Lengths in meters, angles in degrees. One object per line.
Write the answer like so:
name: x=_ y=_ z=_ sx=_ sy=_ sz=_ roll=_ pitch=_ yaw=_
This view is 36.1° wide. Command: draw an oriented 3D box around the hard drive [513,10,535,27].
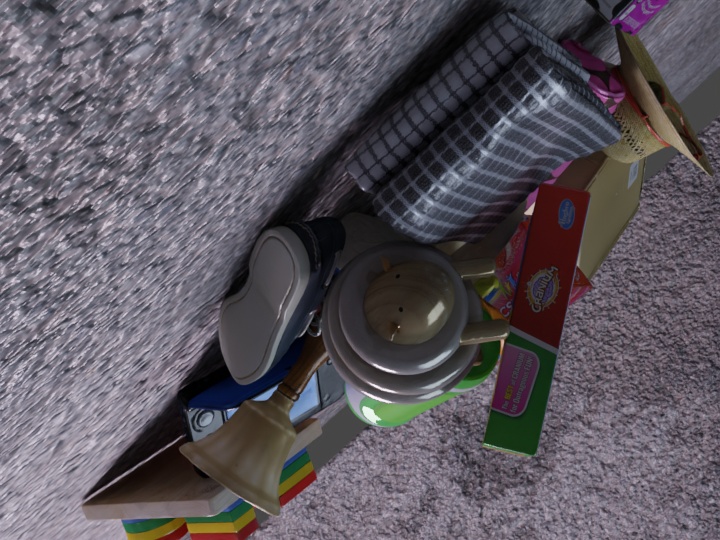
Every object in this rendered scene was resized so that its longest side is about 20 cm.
hard drive: x=0.109 y=-0.151 z=0.944 sx=0.132 sy=0.027 sz=0.200 roll=-45 pitch=171 yaw=15

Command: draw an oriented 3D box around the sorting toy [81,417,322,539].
sorting toy: x=-0.166 y=0.242 z=1.225 sx=0.198 sy=0.070 sz=0.200 roll=-11 pitch=-168 yaw=35

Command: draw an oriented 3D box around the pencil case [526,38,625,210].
pencil case: x=0.174 y=-0.140 z=1.108 sx=0.090 sy=0.094 sz=0.200 roll=19 pitch=134 yaw=-27

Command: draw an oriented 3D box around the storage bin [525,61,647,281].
storage bin: x=0.259 y=-0.106 z=1.288 sx=0.199 sy=0.093 sz=0.201 roll=-51 pitch=152 yaw=-27

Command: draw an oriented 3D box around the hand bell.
hand bell: x=-0.060 y=0.099 z=0.961 sx=0.201 sy=0.104 sz=0.104 roll=-57 pitch=173 yaw=-7

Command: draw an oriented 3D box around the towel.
towel: x=0.101 y=-0.095 z=0.833 sx=0.166 sy=0.086 sz=0.200 roll=-45 pitch=160 yaw=18

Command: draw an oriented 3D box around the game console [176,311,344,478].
game console: x=-0.069 y=0.127 z=1.111 sx=0.199 sy=0.118 sz=0.172 roll=-28 pitch=131 yaw=-28

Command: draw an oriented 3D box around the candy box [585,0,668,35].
candy box: x=0.259 y=-0.279 z=0.864 sx=0.200 sy=0.061 sz=0.136 roll=-46 pitch=170 yaw=21

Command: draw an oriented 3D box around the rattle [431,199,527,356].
rattle: x=0.152 y=-0.037 z=1.028 sx=0.201 sy=0.142 sz=0.130 roll=-55 pitch=179 yaw=-25

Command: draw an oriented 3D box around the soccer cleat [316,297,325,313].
soccer cleat: x=-0.065 y=0.096 z=1.286 sx=0.076 sy=0.067 sz=0.200 roll=-41 pitch=170 yaw=-36

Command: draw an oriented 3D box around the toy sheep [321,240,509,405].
toy sheep: x=0.034 y=0.041 z=0.849 sx=0.138 sy=0.138 sz=0.200 roll=-39 pitch=167 yaw=-18

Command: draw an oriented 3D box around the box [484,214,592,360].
box: x=0.131 y=0.040 z=1.169 sx=0.200 sy=0.100 sz=0.095 roll=-42 pitch=163 yaw=22

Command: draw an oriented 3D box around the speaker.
speaker: x=0.053 y=0.089 z=1.025 sx=0.088 sy=0.089 sz=0.200 roll=-37 pitch=178 yaw=-29

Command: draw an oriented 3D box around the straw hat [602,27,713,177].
straw hat: x=0.277 y=-0.161 z=1.142 sx=0.085 sy=0.202 sz=0.201 roll=-30 pitch=177 yaw=23

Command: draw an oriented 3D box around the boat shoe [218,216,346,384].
boat shoe: x=-0.066 y=0.024 z=0.894 sx=0.062 sy=0.075 sz=0.201 roll=-22 pitch=152 yaw=-34

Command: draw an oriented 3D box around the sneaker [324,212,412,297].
sneaker: x=0.001 y=0.001 z=1.043 sx=0.112 sy=0.077 sz=0.200 roll=-55 pitch=173 yaw=22

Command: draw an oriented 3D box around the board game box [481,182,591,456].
board game box: x=0.138 y=0.046 z=0.888 sx=0.153 sy=0.040 sz=0.202 roll=62 pitch=41 yaw=-78
